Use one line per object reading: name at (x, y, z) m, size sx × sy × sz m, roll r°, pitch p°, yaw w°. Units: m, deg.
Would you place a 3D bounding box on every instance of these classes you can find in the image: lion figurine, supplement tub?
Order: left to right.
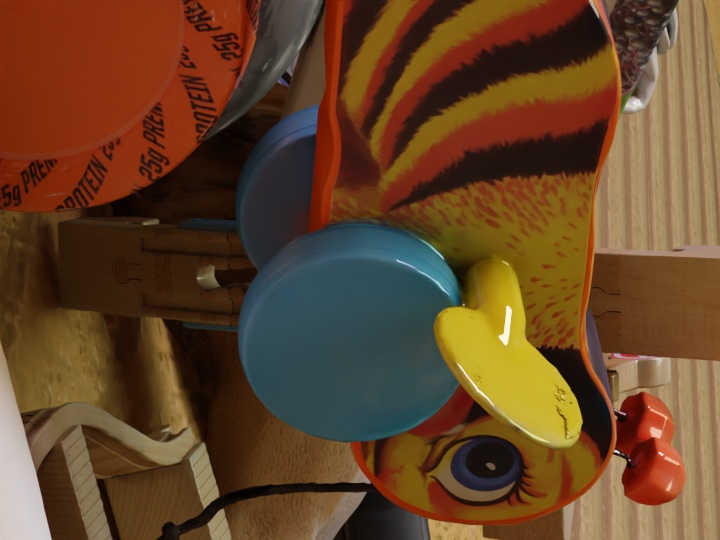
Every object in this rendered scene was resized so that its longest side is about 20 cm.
supplement tub at (-0.060, -0.103, 0.658) m, size 0.200 × 0.122 × 0.123 m, roll -78°, pitch 152°, yaw -58°
lion figurine at (-0.017, 0.046, 0.788) m, size 0.072 × 0.122 × 0.201 m, roll 130°, pitch -35°, yaw -78°

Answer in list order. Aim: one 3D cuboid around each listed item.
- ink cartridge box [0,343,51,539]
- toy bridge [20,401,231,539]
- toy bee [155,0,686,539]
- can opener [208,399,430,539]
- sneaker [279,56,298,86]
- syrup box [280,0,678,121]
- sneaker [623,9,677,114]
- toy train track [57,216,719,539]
ink cartridge box at (-0.091, 0.040, 0.463) m, size 0.201 × 0.050 × 0.162 m, roll 66°, pitch 3°, yaw 38°
toy bridge at (-0.071, 0.067, 0.670) m, size 0.200 × 0.027 × 0.068 m, roll -53°, pitch 129°, yaw -73°
toy bee at (0.024, 0.005, 0.612) m, size 0.200 × 0.108 × 0.132 m, roll 115°, pitch -18°, yaw -51°
can opener at (-0.001, 0.071, 0.895) m, size 0.063 × 0.078 × 0.201 m, roll -111°, pitch -171°, yaw -61°
sneaker at (0.000, 0.000, 0.944) m, size 0.201 × 0.078 × 0.075 m, roll 57°, pitch 42°, yaw -20°
syrup box at (0.039, -0.088, 0.699) m, size 0.200 × 0.081 × 0.079 m, roll 111°, pitch -3°, yaw -54°
sneaker at (0.060, -0.087, 1.091) m, size 0.116 × 0.074 × 0.200 m, roll 46°, pitch -15°, yaw 18°
toy train track at (0.010, 0.002, 0.699) m, size 0.032 × 0.199 × 0.116 m, roll -12°, pitch 103°, yaw -53°
